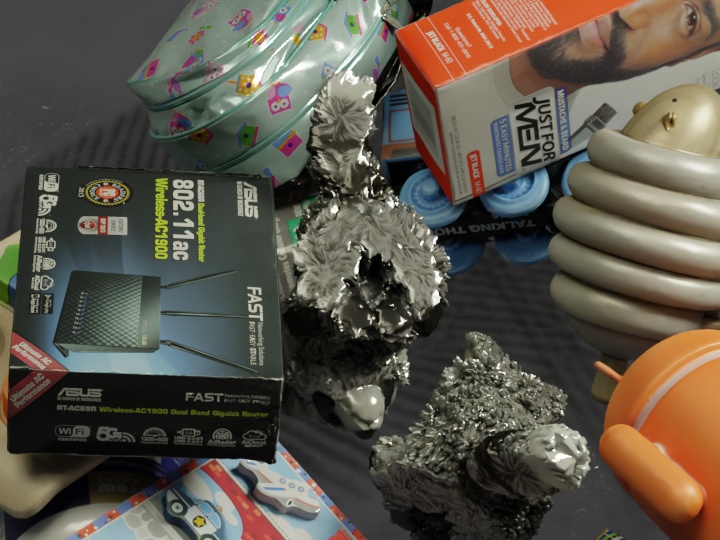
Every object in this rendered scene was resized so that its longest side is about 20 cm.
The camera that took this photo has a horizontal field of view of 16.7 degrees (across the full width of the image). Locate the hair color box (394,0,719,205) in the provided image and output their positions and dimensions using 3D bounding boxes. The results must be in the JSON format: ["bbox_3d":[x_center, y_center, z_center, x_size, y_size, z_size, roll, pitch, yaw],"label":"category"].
[{"bbox_3d":[0.128,-0.132,1.521,0.199,0.111,0.064,-25,51,-9],"label":"hair color box"}]

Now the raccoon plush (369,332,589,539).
[{"bbox_3d":[0.099,0.091,1.390,0.199,0.097,0.134,-12,34,52],"label":"raccoon plush"}]

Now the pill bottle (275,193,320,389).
[{"bbox_3d":[-0.096,0.031,1.546,0.199,0.114,0.113,-17,41,-1],"label":"pill bottle"}]

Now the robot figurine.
[{"bbox_3d":[0.213,0.110,1.361,0.143,0.117,0.200,-31,44,-13],"label":"robot figurine"}]

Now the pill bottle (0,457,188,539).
[{"bbox_3d":[-0.152,0.157,1.420,0.119,0.120,0.201,-15,41,0],"label":"pill bottle"}]

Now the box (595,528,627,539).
[{"bbox_3d":[0.095,0.233,1.295,0.064,0.070,0.200,25,55,40],"label":"box"}]

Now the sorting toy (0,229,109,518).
[{"bbox_3d":[-0.186,0.042,1.433,0.184,0.037,0.200,29,48,28],"label":"sorting toy"}]

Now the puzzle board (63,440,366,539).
[{"bbox_3d":[-0.045,0.185,1.341,0.150,0.017,0.200,-30,68,-38],"label":"puzzle board"}]

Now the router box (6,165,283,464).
[{"bbox_3d":[-0.121,0.021,1.392,0.149,0.062,0.201,3,37,-7],"label":"router box"}]

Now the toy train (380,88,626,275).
[{"bbox_3d":[0.104,-0.067,1.596,0.198,0.087,0.115,-6,57,12],"label":"toy train"}]

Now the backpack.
[{"bbox_3d":[-0.058,-0.129,1.583,0.166,0.127,0.200,-22,25,45],"label":"backpack"}]

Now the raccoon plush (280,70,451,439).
[{"bbox_3d":[0.000,0.000,1.467,0.096,0.134,0.201,11,63,-5],"label":"raccoon plush"}]

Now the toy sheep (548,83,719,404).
[{"bbox_3d":[0.177,-0.015,1.477,0.137,0.202,0.138,13,5,-1],"label":"toy sheep"}]

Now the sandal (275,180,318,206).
[{"bbox_3d":[-0.043,-0.074,1.696,0.081,0.055,0.201,4,58,30],"label":"sandal"}]
